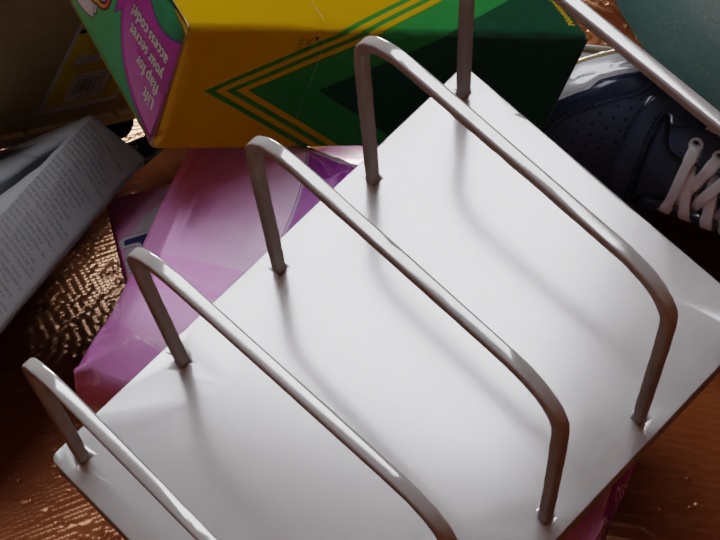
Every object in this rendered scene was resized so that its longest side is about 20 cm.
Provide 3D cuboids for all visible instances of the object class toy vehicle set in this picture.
[{"bbox_3d":[-0.117,-0.117,0.828,0.027,0.125,0.200,43,31,17],"label":"toy vehicle set"}]

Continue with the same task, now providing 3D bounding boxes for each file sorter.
[{"bbox_3d":[0.014,0.022,0.559,0.139,0.125,0.200,42,76,17],"label":"file sorter"}]

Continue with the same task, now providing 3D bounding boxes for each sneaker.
[{"bbox_3d":[0.164,-0.026,0.741,0.199,0.070,0.109,7,50,-8],"label":"sneaker"}]

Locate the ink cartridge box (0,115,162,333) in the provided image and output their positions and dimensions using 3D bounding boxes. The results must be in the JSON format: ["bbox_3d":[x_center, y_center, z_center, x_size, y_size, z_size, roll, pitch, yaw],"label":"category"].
[{"bbox_3d":[-0.197,-0.007,0.806,0.199,0.041,0.200,-16,25,35],"label":"ink cartridge box"}]

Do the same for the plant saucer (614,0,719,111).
[{"bbox_3d":[0.195,-0.131,0.751,0.199,0.036,0.201,8,58,-13],"label":"plant saucer"}]

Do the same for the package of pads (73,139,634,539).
[{"bbox_3d":[0.008,0.028,0.665,0.199,0.076,0.121,18,68,10],"label":"package of pads"}]

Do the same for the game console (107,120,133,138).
[{"bbox_3d":[-0.221,-0.116,0.907,0.176,0.200,0.031,2,64,11],"label":"game console"}]

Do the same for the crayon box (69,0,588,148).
[{"bbox_3d":[-0.035,-0.131,0.718,0.172,0.058,0.200,-2,43,-34],"label":"crayon box"}]

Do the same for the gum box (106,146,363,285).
[{"bbox_3d":[0.000,0.000,0.787,0.199,0.066,0.114,-15,34,-8],"label":"gum box"}]

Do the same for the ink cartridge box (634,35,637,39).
[{"bbox_3d":[0.153,-0.190,0.841,0.103,0.059,0.201,-5,72,-8],"label":"ink cartridge box"}]

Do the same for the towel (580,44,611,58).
[{"bbox_3d":[0.115,-0.087,0.835,0.199,0.024,0.153,0,-1,0],"label":"towel"}]
